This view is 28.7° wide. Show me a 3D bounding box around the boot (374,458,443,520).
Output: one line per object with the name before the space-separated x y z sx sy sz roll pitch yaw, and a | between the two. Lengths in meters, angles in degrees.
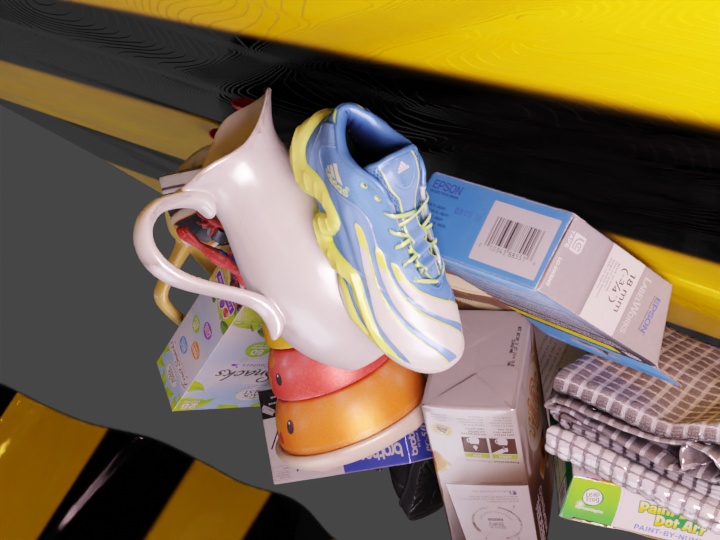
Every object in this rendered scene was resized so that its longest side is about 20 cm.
boot | 0.041 0.137 1.373 0.163 0.073 0.199 58 153 26

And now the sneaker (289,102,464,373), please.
sneaker | 0.017 -0.026 0.950 0.200 0.076 0.105 58 159 5

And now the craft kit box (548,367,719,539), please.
craft kit box | 0.261 0.162 1.180 0.197 0.049 0.200 16 -158 -2

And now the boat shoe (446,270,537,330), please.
boat shoe | 0.070 0.004 1.218 0.202 0.075 0.075 24 133 34

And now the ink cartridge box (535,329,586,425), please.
ink cartridge box | 0.173 0.103 1.439 0.200 0.148 0.086 31 173 -32

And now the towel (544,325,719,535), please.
towel | 0.256 0.111 1.131 0.165 0.086 0.200 24 -156 27

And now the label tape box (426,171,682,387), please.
label tape box | 0.147 0.006 1.042 0.200 0.063 0.144 30 175 -42

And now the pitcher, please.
pitcher | -0.058 -0.008 1.036 0.200 0.172 0.121 49 149 -12

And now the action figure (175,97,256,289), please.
action figure | -0.118 -0.056 1.186 0.099 0.065 0.200 15 137 19

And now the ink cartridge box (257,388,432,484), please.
ink cartridge box | -0.015 0.143 1.321 0.044 0.094 0.200 -5 171 -43

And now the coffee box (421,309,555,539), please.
coffee box | 0.112 0.144 1.186 0.079 0.115 0.200 0 131 17

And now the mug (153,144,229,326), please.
mug | -0.122 -0.037 1.430 0.149 0.187 0.153 -24 130 37

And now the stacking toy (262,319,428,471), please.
stacking toy | -0.035 0.050 1.161 0.201 0.146 0.146 67 164 -13

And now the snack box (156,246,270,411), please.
snack box | -0.083 0.057 1.376 0.168 0.200 0.068 0 -126 -34

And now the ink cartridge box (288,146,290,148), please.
ink cartridge box | 0.000 0.000 1.192 0.145 0.048 0.201 24 134 41

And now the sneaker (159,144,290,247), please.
sneaker | -0.111 -0.066 1.286 0.078 0.080 0.200 -17 -175 -34
